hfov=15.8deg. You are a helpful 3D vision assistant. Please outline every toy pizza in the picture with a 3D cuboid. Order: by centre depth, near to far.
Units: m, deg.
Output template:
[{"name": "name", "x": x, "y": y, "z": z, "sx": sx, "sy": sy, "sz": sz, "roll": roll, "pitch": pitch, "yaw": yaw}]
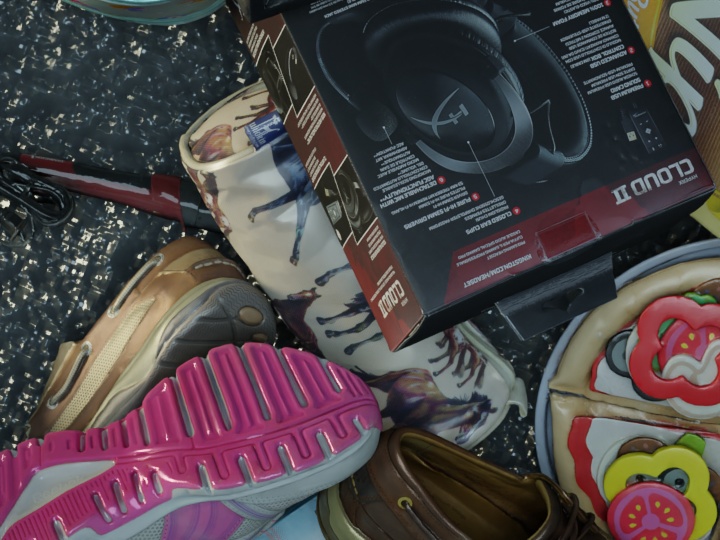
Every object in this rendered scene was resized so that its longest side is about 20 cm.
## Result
[{"name": "toy pizza", "x": 0.184, "y": 0.078, "z": 1.254, "sx": 0.199, "sy": 0.032, "sz": 0.201, "roll": 1, "pitch": 114, "yaw": 1}]

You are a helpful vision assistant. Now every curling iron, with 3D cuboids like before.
[{"name": "curling iron", "x": -0.092, "y": -0.025, "z": 1.269, "sx": 0.199, "sy": 0.026, "sz": 0.050, "roll": 8, "pitch": 64, "yaw": -12}]

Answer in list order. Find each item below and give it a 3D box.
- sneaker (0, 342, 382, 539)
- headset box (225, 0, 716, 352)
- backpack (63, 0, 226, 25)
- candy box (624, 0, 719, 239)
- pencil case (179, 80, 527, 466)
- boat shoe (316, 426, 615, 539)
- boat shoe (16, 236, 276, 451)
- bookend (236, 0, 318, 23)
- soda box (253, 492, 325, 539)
[{"name": "sneaker", "x": -0.079, "y": 0.102, "z": 1.201, "sx": 0.199, "sy": 0.082, "sz": 0.088, "roll": -20, "pitch": 139, "yaw": 11}, {"name": "headset box", "x": 0.051, "y": -0.070, "z": 1.145, "sx": 0.148, "sy": 0.077, "sz": 0.201, "roll": -24, "pitch": 82, "yaw": -15}, {"name": "backpack", "x": -0.101, "y": -0.215, "z": 1.192, "sx": 0.175, "sy": 0.153, "sz": 0.201, "roll": 26, "pitch": 81, "yaw": -4}, {"name": "candy box", "x": 0.147, "y": -0.110, "z": 1.204, "sx": 0.200, "sy": 0.055, "sz": 0.116, "roll": 42, "pitch": 116, "yaw": 21}, {"name": "pencil case", "x": 0.000, "y": 0.000, "z": 1.233, "sx": 0.089, "sy": 0.078, "sz": 0.200, "roll": -22, "pitch": 111, "yaw": 31}, {"name": "boat shoe", "x": 0.078, "y": 0.135, "z": 1.214, "sx": 0.199, "sy": 0.072, "sz": 0.068, "roll": 28, "pitch": 135, "yaw": -13}, {"name": "boat shoe", "x": -0.119, "y": 0.067, "z": 1.262, "sx": 0.200, "sy": 0.072, "sz": 0.076, "roll": -47, "pitch": 139, "yaw": 16}, {"name": "bookend", "x": 0.026, "y": -0.223, "z": 1.045, "sx": 0.199, "sy": 0.199, "sz": 0.092, "roll": -20, "pitch": 58, "yaw": -15}, {"name": "soda box", "x": -0.069, "y": 0.174, "z": 1.271, "sx": 0.200, "sy": 0.064, "sz": 0.069, "roll": -33, "pitch": 95, "yaw": 0}]
